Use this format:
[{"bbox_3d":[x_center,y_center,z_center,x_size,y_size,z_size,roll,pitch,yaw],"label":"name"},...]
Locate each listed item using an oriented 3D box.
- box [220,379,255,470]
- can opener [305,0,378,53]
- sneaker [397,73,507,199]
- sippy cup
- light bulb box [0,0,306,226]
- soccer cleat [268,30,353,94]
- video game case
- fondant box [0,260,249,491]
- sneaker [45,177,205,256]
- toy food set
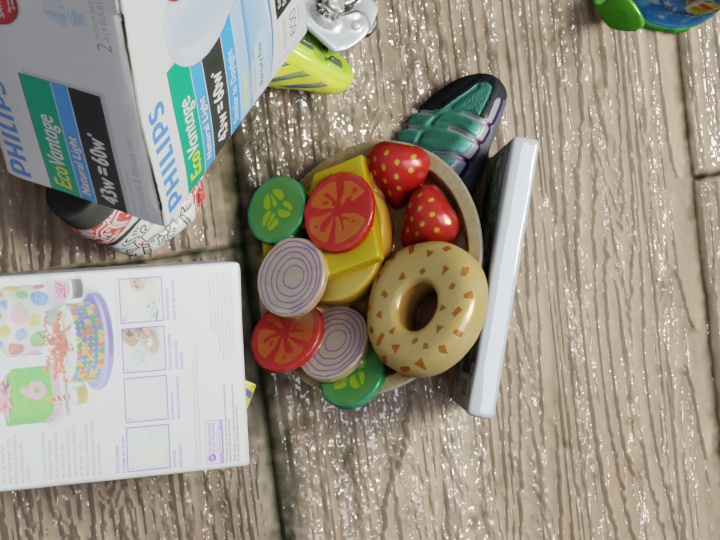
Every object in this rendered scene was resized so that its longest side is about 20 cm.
[{"bbox_3d":[-0.183,0.077,1.296,0.199,0.064,0.071,23,85,-21],"label":"box"},{"bbox_3d":[-0.070,-0.238,1.332,0.200,0.066,0.053,42,76,-9],"label":"can opener"},{"bbox_3d":[0.061,-0.057,1.393,0.201,0.074,0.088,-56,133,-9],"label":"sneaker"},{"bbox_3d":[0.273,-0.263,1.419,0.139,0.130,0.179,16,87,-20],"label":"sippy cup"},{"bbox_3d":[-0.137,-0.174,1.107,0.124,0.199,0.201,19,54,19],"label":"light bulb box"},{"bbox_3d":[-0.101,-0.163,1.328,0.199,0.065,0.084,16,116,-25],"label":"soccer cleat"},{"bbox_3d":[0.099,0.006,1.341,0.023,0.182,0.202,10,89,-1],"label":"video game case"},{"bbox_3d":[-0.181,0.071,1.232,0.198,0.058,0.146,-4,94,-21],"label":"fondant box"},{"bbox_3d":[-0.137,-0.103,1.283,0.202,0.067,0.108,-55,150,-4],"label":"sneaker"},{"bbox_3d":[0.000,0.000,1.307,0.049,0.197,0.202,23,51,-56],"label":"toy food set"}]
